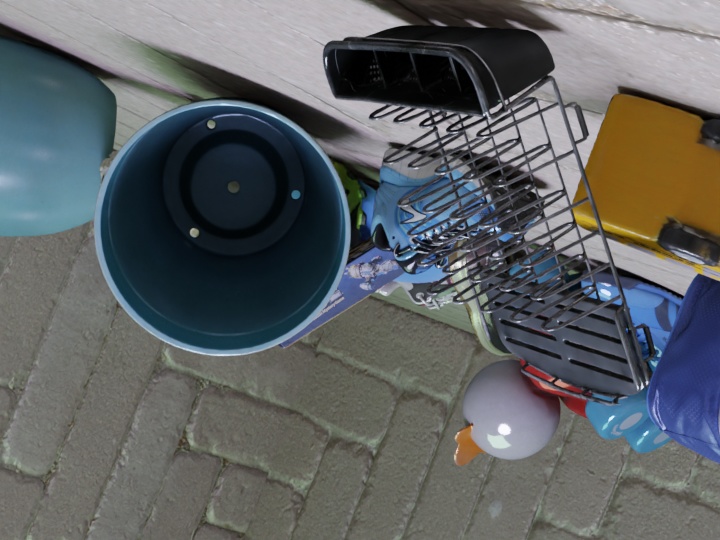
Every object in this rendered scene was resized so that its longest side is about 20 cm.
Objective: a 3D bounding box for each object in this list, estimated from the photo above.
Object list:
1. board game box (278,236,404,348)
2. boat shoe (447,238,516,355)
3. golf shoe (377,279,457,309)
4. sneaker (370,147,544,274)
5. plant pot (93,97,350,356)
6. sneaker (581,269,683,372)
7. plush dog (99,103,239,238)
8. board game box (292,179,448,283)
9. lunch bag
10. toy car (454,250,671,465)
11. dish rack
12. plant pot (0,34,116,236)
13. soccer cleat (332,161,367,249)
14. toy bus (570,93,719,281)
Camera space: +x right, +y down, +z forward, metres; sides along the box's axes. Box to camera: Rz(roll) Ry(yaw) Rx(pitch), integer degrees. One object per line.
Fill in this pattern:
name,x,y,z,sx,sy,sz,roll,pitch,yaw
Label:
board game box,0.000,0.000,1.562,0.035,0.199,0.135,59,173,-5
boat shoe,0.144,0.027,1.745,0.065,0.072,0.201,1,148,26
golf shoe,0.102,0.007,1.872,0.199,0.089,0.077,18,174,38
sneaker,0.067,-0.034,1.299,0.078,0.091,0.200,23,176,-24
plant pot,-0.110,-0.053,1.432,0.198,0.202,0.188,22,-168,-7
sneaker,0.279,0.061,1.619,0.199,0.079,0.066,25,178,-28
plush dog,-0.126,-0.069,1.652,0.200,0.161,0.172,44,-175,10
board game box,0.012,-0.056,1.763,0.199,0.039,0.158,31,153,-23
lunch bag,0.317,0.087,1.200,0.199,0.137,0.132,22,178,-30
toy car,0.172,0.122,1.678,0.177,0.200,0.185,25,-151,-58
dish rack,0.064,-0.025,0.838,0.153,0.054,0.202,19,133,63
plant pot,-0.324,-0.125,1.683,0.159,0.203,0.200,9,-179,-16
soccer cleat,-0.034,-0.043,1.701,0.083,0.065,0.201,20,156,18
toy bus,0.201,-0.018,0.820,0.198,0.066,0.078,22,177,14
